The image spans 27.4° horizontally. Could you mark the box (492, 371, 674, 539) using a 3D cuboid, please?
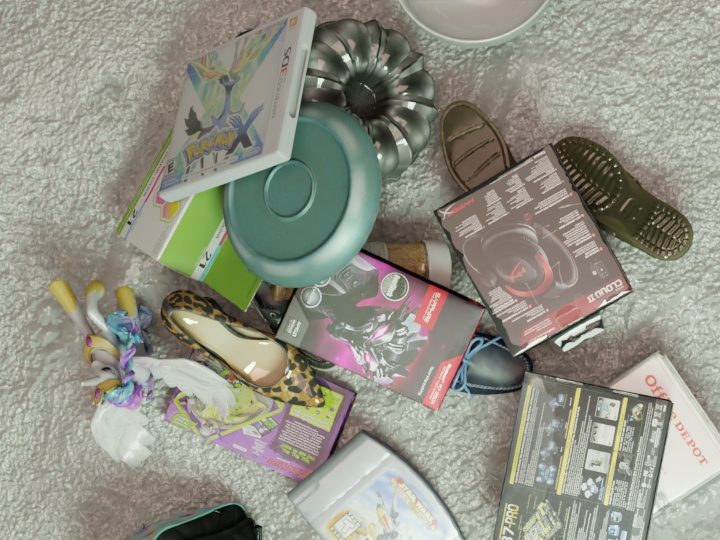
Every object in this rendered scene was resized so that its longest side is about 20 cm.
[{"bbox_3d":[0.232,0.219,1.549,0.160,0.049,0.202,10,87,10],"label":"box"}]

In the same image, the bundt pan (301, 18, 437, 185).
[{"bbox_3d":[0.000,-0.190,1.646,0.200,0.076,0.204,3,81,-23],"label":"bundt pan"}]

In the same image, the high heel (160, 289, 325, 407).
[{"bbox_3d":[-0.132,0.094,1.627,0.199,0.142,0.072,37,97,12],"label":"high heel"}]

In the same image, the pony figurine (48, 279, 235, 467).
[{"bbox_3d":[-0.260,0.110,1.654,0.166,0.193,0.201,-37,45,12],"label":"pony figurine"}]

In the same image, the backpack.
[{"bbox_3d":[-0.198,0.358,1.614,0.152,0.200,0.177,-19,84,23],"label":"backpack"}]

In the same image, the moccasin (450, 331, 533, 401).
[{"bbox_3d":[0.094,0.100,1.655,0.198,0.068,0.081,9,86,8],"label":"moccasin"}]

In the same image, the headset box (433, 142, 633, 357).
[{"bbox_3d":[0.191,-0.012,1.583,0.148,0.075,0.201,-30,84,9],"label":"headset box"}]

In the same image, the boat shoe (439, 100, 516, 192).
[{"bbox_3d":[0.152,-0.098,1.665,0.072,0.068,0.201,-30,84,10],"label":"boat shoe"}]

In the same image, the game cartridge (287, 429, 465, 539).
[{"bbox_3d":[0.030,0.285,1.653,0.133,0.042,0.200,-41,89,7],"label":"game cartridge"}]

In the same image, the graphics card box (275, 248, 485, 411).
[{"bbox_3d":[0.021,0.054,1.589,0.199,0.051,0.126,25,96,-4],"label":"graphics card box"}]

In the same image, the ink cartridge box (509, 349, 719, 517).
[{"bbox_3d":[0.285,0.200,1.608,0.199,0.085,0.146,-34,81,7],"label":"ink cartridge box"}]

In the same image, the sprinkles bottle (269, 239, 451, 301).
[{"bbox_3d":[0.000,0.000,1.649,0.198,0.068,0.069,0,85,-11],"label":"sprinkles bottle"}]

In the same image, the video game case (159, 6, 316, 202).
[{"bbox_3d":[-0.135,-0.179,1.608,0.199,0.022,0.184,-16,56,43],"label":"video game case"}]

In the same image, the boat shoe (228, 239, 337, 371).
[{"bbox_3d":[-0.088,0.029,1.692,0.074,0.066,0.200,-31,81,4],"label":"boat shoe"}]

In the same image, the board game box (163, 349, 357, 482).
[{"bbox_3d":[-0.116,0.158,1.705,0.199,0.032,0.121,23,85,11],"label":"board game box"}]

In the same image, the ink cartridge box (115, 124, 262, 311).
[{"bbox_3d":[-0.169,-0.062,1.657,0.200,0.076,0.149,29,91,50],"label":"ink cartridge box"}]

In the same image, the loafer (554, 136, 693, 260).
[{"bbox_3d":[0.286,-0.072,1.644,0.076,0.067,0.200,-45,64,0],"label":"loafer"}]

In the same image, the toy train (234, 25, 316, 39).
[{"bbox_3d":[-0.081,-0.193,1.704,0.113,0.087,0.201,-18,82,1],"label":"toy train"}]

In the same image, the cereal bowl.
[{"bbox_3d":[0.134,-0.347,1.681,0.198,0.083,0.202,-1,85,10],"label":"cereal bowl"}]

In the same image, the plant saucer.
[{"bbox_3d":[-0.070,-0.083,1.561,0.199,0.027,0.202,-5,79,29],"label":"plant saucer"}]
